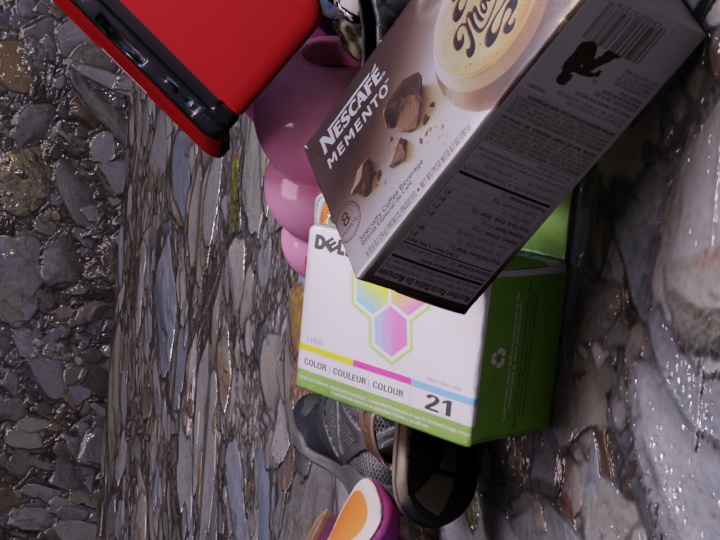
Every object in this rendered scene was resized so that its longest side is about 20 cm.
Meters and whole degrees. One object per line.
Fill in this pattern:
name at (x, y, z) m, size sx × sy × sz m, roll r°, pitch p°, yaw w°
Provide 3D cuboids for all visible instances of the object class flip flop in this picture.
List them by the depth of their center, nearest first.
flip flop at (0.028, 0.093, 1.023) m, size 0.057 × 0.081 × 0.200 m, roll -32°, pitch 39°, yaw 18°

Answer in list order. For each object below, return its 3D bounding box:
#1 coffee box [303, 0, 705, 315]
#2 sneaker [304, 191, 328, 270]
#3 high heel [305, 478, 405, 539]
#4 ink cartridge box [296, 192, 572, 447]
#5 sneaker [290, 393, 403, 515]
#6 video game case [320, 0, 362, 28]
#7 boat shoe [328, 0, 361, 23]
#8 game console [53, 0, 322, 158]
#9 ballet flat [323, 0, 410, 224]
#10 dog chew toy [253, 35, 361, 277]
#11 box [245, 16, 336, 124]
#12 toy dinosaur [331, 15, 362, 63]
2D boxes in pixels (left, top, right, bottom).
coffee box at (0.066, -0.090, 0.795) m, size 0.200 × 0.080 × 0.113 m, roll -51°, pitch 41°, yaw 28°
sneaker at (0.000, 0.000, 1.132) m, size 0.200 × 0.073 × 0.077 m, roll 79°, pitch 169°, yaw -71°
high heel at (0.020, 0.193, 1.021) m, size 0.068 × 0.096 × 0.200 m, roll -61°, pitch 4°, yaw -22°
ink cartridge box at (0.044, -0.016, 0.906) m, size 0.147 × 0.076 × 0.201 m, roll 15°, pitch 104°, yaw 43°
sneaker at (0.003, 0.101, 1.152) m, size 0.199 × 0.076 × 0.115 m, roll -152°, pitch 68°, yaw -70°
video game case at (0.012, -0.232, 1.075) m, size 0.200 × 0.017 × 0.143 m, roll 35°, pitch 129°, yaw 30°
boat shoe at (-0.002, -0.264, 1.003) m, size 0.093 × 0.075 × 0.200 m, roll 37°, pitch 131°, yaw 18°
game console at (-0.136, -0.199, 1.127) m, size 0.119 × 0.200 × 0.172 m, roll -45°, pitch 0°, yaw -6°
ballet flat at (0.001, -0.102, 1.007) m, size 0.066 × 0.057 × 0.201 m, roll -160°, pitch 83°, yaw -74°
dog chew toy at (-0.022, -0.078, 1.201) m, size 0.125 × 0.124 × 0.201 m, roll -111°, pitch 20°, yaw -56°
box at (-0.106, -0.239, 1.269) m, size 0.097 × 0.200 × 0.176 m, roll -36°, pitch 28°, yaw 14°
toy dinosaur at (0.037, -0.089, 1.071) m, size 0.088 × 0.047 × 0.201 m, roll 1°, pitch 110°, yaw 68°
